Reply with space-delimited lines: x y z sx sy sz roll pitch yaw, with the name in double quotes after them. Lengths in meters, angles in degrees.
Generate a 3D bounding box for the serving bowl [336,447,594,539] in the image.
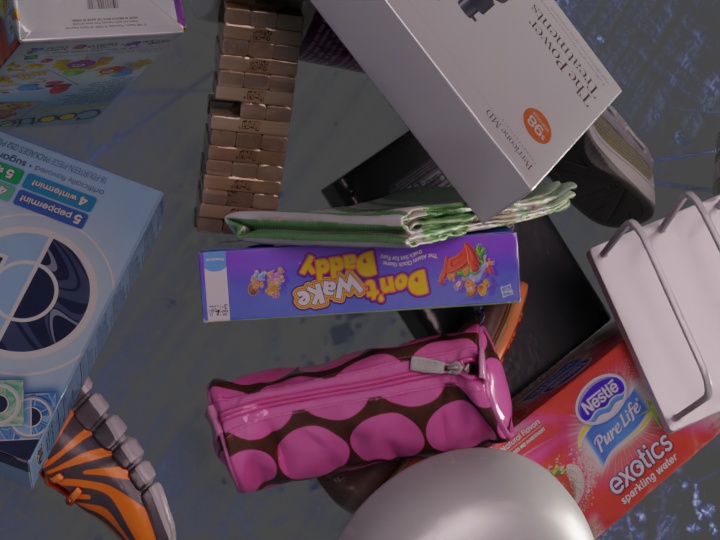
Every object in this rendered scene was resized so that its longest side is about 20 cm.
0.073 0.218 1.229 0.198 0.066 0.202 -7 107 -22 "serving bowl"

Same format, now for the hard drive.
0.080 -0.010 1.396 0.139 0.033 0.201 -35 94 -28 "hard drive"

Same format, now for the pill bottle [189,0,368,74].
-0.014 -0.199 1.348 0.198 0.112 0.113 8 75 -24 "pill bottle"

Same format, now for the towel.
0.028 -0.038 1.236 0.199 0.152 0.024 -14 102 -52 "towel"

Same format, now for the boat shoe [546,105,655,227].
0.154 -0.109 1.415 0.202 0.074 0.065 40 48 -35 "boat shoe"

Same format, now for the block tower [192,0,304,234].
-0.073 -0.117 1.274 0.053 0.058 0.202 6 110 -8 "block tower"

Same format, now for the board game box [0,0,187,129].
-0.195 -0.164 1.202 0.104 0.200 0.104 -7 81 -26 "board game box"

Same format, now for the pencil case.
-0.003 0.087 1.251 0.198 0.094 0.092 -14 81 9 "pencil case"

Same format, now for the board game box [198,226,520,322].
0.000 0.000 1.253 0.198 0.134 0.045 -4 94 1 "board game box"

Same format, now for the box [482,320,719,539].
0.159 0.120 1.370 0.199 0.095 0.100 -34 93 -28 "box"

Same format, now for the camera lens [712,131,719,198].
0.348 -0.028 1.458 0.159 0.160 0.202 6 76 -24 "camera lens"

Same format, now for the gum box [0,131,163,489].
-0.236 0.012 1.184 0.169 0.045 0.201 20 60 5 "gum box"

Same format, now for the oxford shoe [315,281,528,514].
0.044 0.080 1.321 0.073 0.071 0.201 34 81 6 "oxford shoe"

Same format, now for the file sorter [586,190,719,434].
0.278 0.000 1.302 0.199 0.125 0.140 -22 79 -8 "file sorter"

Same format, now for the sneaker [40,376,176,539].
-0.207 0.119 1.214 0.112 0.078 0.201 -34 84 -23 "sneaker"

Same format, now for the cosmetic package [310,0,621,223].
0.061 -0.149 1.197 0.200 0.052 0.151 51 43 -6 "cosmetic package"
